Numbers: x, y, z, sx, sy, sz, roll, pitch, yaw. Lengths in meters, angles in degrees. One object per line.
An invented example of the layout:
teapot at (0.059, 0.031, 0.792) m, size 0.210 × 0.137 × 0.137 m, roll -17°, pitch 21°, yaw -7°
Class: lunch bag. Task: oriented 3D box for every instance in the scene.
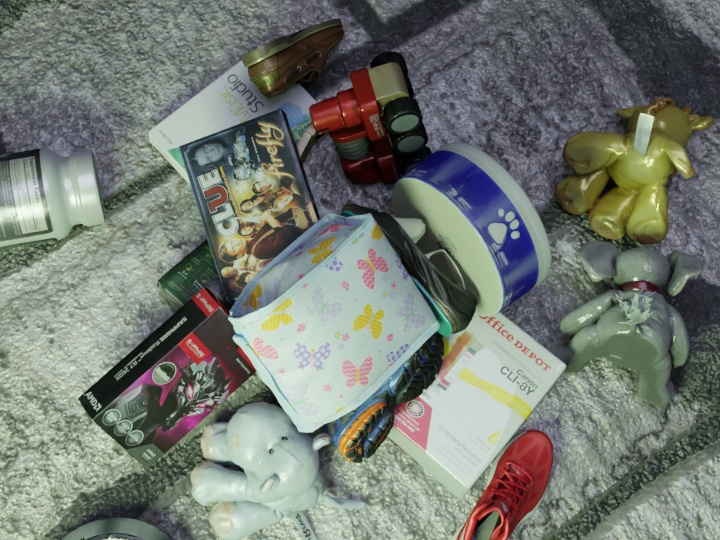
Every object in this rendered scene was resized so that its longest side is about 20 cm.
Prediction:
lunch bag at (-0.041, 0.056, 1.452) m, size 0.200 × 0.127 × 0.170 m, roll -44°, pitch 113°, yaw -24°

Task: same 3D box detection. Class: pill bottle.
pill bottle at (-0.424, -0.088, 1.604) m, size 0.199 × 0.116 × 0.117 m, roll -11°, pitch 73°, yaw -9°

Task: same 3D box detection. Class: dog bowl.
dog bowl at (0.128, -0.047, 1.528) m, size 0.079 × 0.200 × 0.200 m, roll -35°, pitch 78°, yaw -20°

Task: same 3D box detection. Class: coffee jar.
coffee jar at (-0.151, -0.013, 1.618) m, size 0.104 × 0.085 × 0.200 m, roll 40°, pitch 74°, yaw 16°

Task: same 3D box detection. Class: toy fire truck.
toy fire truck at (-0.016, -0.158, 1.631) m, size 0.199 × 0.176 × 0.129 m, roll -16°, pitch 64°, yaw 4°

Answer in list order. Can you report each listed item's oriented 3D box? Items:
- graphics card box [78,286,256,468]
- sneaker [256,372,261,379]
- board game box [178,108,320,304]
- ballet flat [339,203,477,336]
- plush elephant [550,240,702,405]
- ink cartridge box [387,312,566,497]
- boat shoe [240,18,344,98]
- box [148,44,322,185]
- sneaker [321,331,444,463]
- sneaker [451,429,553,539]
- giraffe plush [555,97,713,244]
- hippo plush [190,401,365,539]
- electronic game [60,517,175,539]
graphics card box at (-0.219, 0.128, 1.531) m, size 0.200 × 0.126 × 0.051 m, roll -40°, pitch 46°, yaw -6°
sneaker at (-0.060, 0.067, 1.608) m, size 0.099 × 0.078 × 0.200 m, roll 37°, pitch 71°, yaw 12°
board game box at (-0.124, -0.076, 1.549) m, size 0.135 × 0.035 × 0.201 m, roll -20°, pitch 82°, yaw 6°
ballet flat at (0.061, -0.013, 1.510) m, size 0.068 × 0.068 × 0.200 m, roll -42°, pitch 93°, yaw -24°
plush elephant at (0.340, 0.042, 1.613) m, size 0.164 × 0.200 × 0.155 m, roll 16°, pitch 53°, yaw 8°
ink cartridge box at (0.134, 0.153, 1.590) m, size 0.145 × 0.083 × 0.200 m, roll 39°, pitch 74°, yaw 9°
boat shoe at (-0.082, -0.276, 1.693) m, size 0.200 × 0.072 × 0.068 m, roll -35°, pitch 103°, yaw -48°
box at (-0.157, -0.185, 1.700) m, size 0.200 × 0.036 × 0.144 m, roll -41°, pitch 79°, yaw -14°
sneaker at (0.024, 0.127, 1.520) m, size 0.078 × 0.075 × 0.200 m, roll 30°, pitch 69°, yaw 33°
sneaker at (0.181, 0.272, 1.539) m, size 0.078 × 0.116 × 0.200 m, roll 29°, pitch 73°, yaw 4°
giraffe plush at (0.368, -0.155, 1.685) m, size 0.172 × 0.200 × 0.162 m, roll 35°, pitch 44°, yaw 10°
hippo plush at (-0.111, 0.240, 1.501) m, size 0.159 × 0.161 × 0.200 m, roll -40°, pitch 79°, yaw -16°
electronic game at (-0.284, 0.388, 1.501) m, size 0.199 × 0.042 × 0.201 m, roll 0°, pitch 78°, yaw 1°
